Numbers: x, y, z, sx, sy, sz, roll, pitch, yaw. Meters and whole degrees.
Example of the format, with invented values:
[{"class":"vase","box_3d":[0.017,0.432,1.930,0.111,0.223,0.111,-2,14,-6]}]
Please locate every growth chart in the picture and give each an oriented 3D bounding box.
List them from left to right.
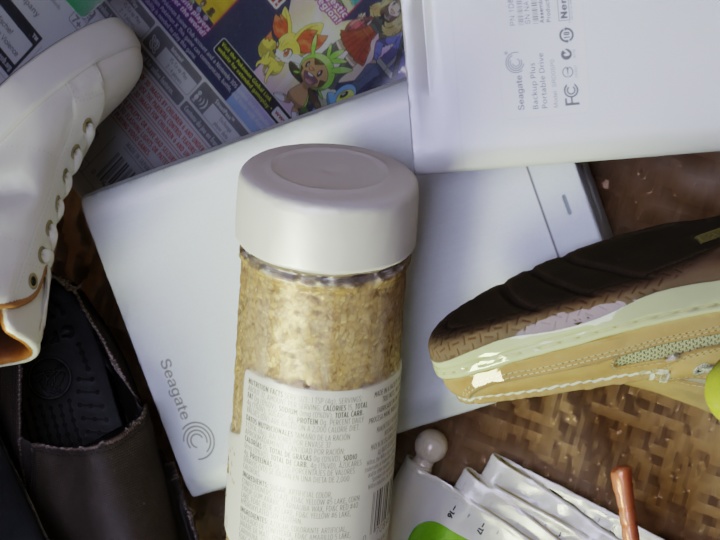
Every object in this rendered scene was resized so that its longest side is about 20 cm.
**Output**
[{"class":"growth chart","box_3d":[0.079,0.153,0.897,0.199,0.018,0.146,22,102,19]}]

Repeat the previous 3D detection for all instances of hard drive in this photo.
[{"class":"hard drive","box_3d":[0.000,0.000,0.895,0.199,0.027,0.133,-19,96,17]},{"class":"hard drive","box_3d":[0.114,-0.110,0.832,0.198,0.025,0.133,-4,92,5]}]

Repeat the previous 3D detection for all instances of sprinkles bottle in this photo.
[{"class":"sprinkles bottle","box_3d":[-0.018,0.055,0.857,0.068,0.068,0.202,12,114,20]}]

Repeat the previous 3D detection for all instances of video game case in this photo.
[{"class":"video game case","box_3d":[-0.072,-0.112,0.934,0.182,0.023,0.200,-44,77,18]}]

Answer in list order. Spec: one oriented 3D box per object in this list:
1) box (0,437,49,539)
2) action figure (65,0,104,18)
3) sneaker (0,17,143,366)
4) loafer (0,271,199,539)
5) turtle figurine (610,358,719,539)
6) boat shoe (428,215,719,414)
[{"class":"box","box_3d":[-0.232,0.134,0.911,0.200,0.123,0.199,-46,64,34]},{"class":"action figure","box_3d":[-0.152,-0.209,0.927,0.200,0.055,0.119,43,108,31]},{"class":"sneaker","box_3d":[-0.140,-0.013,0.882,0.085,0.073,0.200,41,65,1]},{"class":"loafer","box_3d":[-0.111,0.089,0.913,0.073,0.071,0.201,-22,75,-18]},{"class":"turtle figurine","box_3d":[0.186,0.045,0.779,0.160,0.064,0.202,12,106,-15]},{"class":"boat shoe","box_3d":[0.127,0.024,0.827,0.198,0.072,0.077,-17,107,6]}]
